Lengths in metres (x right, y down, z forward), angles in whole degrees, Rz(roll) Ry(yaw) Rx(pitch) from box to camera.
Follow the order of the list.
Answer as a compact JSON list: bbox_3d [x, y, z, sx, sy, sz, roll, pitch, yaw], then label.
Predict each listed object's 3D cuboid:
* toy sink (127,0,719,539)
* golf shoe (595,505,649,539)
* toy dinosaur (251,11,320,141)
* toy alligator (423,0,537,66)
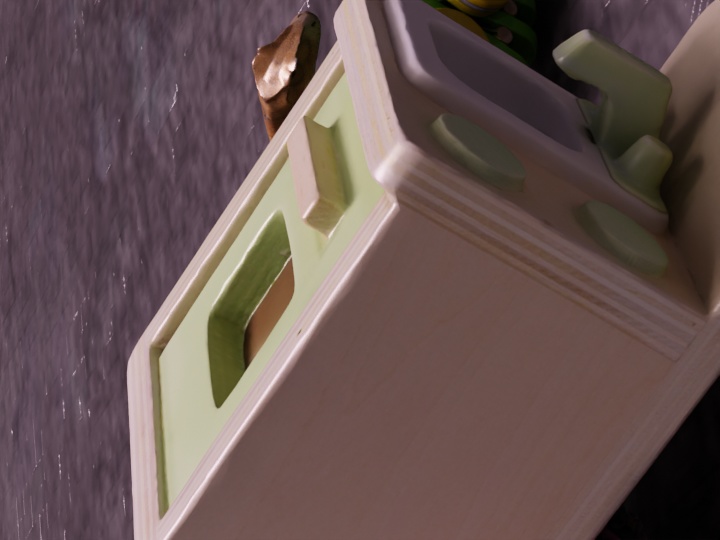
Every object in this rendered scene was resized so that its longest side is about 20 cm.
[{"bbox_3d":[0.025,0.000,0.707,0.201,0.112,0.131,-54,20,19],"label":"toy sink"},{"bbox_3d":[0.081,0.127,0.717,0.200,0.072,0.093,-154,56,-73],"label":"golf shoe"},{"bbox_3d":[0.000,0.000,0.923,0.201,0.060,0.106,67,-151,-17],"label":"toy dinosaur"},{"bbox_3d":[0.025,-0.050,0.850,0.059,0.054,0.201,-40,26,50],"label":"toy alligator"}]
